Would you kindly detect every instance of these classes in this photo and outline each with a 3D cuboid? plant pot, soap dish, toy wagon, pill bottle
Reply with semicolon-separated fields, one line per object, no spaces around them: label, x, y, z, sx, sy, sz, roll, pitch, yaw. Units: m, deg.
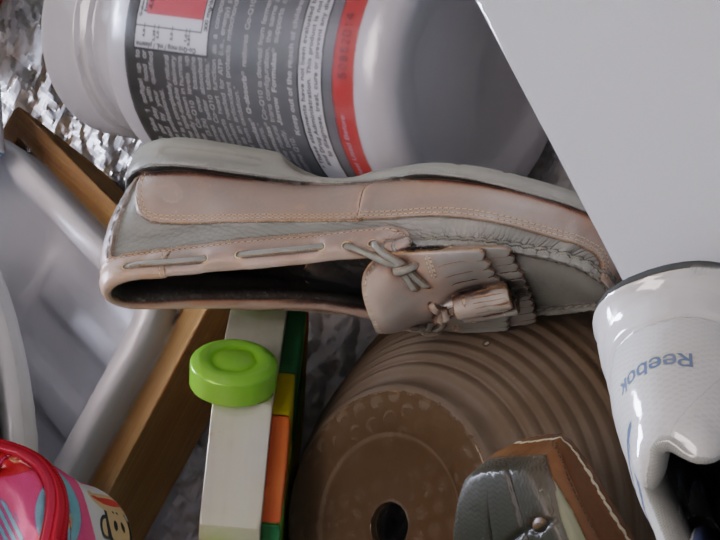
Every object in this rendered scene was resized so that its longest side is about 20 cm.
plant pot;0.039;0.096;0.896;0.201;0.093;0.201;-6;81;41
soap dish;-0.141;0.054;1.063;0.157;0.081;0.200;42;112;36
toy wagon;-0.046;0.093;0.919;0.200;0.039;0.155;-85;-1;-60
pill bottle;-0.028;-0.089;0.960;0.200;0.116;0.116;12;92;41

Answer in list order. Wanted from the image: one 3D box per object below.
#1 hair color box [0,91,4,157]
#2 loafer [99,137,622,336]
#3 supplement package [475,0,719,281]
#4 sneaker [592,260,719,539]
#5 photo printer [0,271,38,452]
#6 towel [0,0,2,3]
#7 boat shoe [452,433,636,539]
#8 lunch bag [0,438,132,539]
hair color box;-0.217;-0.123;1.072;0.061;0.100;0.200;-41;41;30
loafer;0.000;0.000;0.872;0.200;0.072;0.063;8;59;22
supplement package;0.128;-0.084;0.825;0.117;0.117;0.200;-41;59;29
sneaker;0.129;0.092;0.761;0.074;0.200;0.087;-25;31;27
photo printer;-0.215;0.077;1.024;0.200;0.069;0.167;-21;71;38
towel;-0.220;-0.204;1.204;0.200;0.022;0.145;47;114;35
boat shoe;0.096;0.146;0.816;0.076;0.074;0.200;-9;106;54
lunch bag;-0.168;0.155;0.879;0.176;0.082;0.200;12;76;25
